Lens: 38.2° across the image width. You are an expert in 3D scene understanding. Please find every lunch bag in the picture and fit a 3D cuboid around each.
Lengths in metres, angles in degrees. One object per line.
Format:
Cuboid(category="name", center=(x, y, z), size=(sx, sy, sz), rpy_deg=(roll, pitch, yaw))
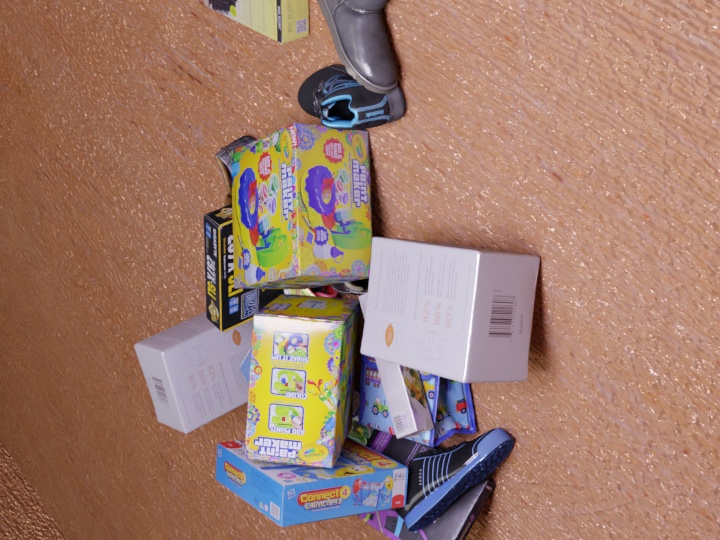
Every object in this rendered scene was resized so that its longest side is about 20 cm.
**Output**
Cuboid(category="lunch bag", center=(0.075, 0.123, 1.441), size=(0.150, 0.094, 0.202), rpy_deg=(7, 103, 48))

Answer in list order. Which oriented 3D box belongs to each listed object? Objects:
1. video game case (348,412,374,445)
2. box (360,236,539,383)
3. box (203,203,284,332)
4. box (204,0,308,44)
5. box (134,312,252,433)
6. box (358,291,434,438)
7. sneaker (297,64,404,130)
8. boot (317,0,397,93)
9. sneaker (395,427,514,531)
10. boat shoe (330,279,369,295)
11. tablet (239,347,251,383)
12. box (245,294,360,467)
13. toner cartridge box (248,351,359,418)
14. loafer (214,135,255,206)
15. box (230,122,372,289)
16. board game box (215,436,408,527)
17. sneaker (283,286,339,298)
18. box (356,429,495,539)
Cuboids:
Cuboid(category="video game case", center=(0.044, 0.319, 1.649), size=(0.199, 0.022, 0.184), rpy_deg=(10, 118, 53))
Cuboid(category="box", center=(0.106, 0.044, 1.272), size=(0.199, 0.106, 0.154), rpy_deg=(11, 96, 52))
Cuboid(category="box", center=(-0.164, -0.020, 1.611), size=(0.049, 0.159, 0.201), rpy_deg=(37, 136, 37))
Cuboid(category="box", center=(-0.151, -0.387, 1.467), size=(0.199, 0.050, 0.076), rpy_deg=(32, 134, 40))
Cuboid(category="box", center=(-0.267, 0.166, 1.820), size=(0.106, 0.199, 0.154), rpy_deg=(7, 116, 51))
Cuboid(category="box", center=(0.047, 0.122, 1.389), size=(0.041, 0.039, 0.202), rpy_deg=(-28, 71, 38))
Cuboid(category="sneaker", center=(-0.033, -0.226, 1.368), size=(0.199, 0.082, 0.074), rpy_deg=(15, 122, 52))
Cuboid(category="boot", center=(0.030, -0.335, 1.237), size=(0.200, 0.072, 0.183), rpy_deg=(-39, 79, 49))
Cuboid(category="sneaker", center=(0.116, 0.266, 1.411), size=(0.200, 0.070, 0.078), rpy_deg=(-44, 59, 17))
Cuboid(category="boat shoe", center=(0.000, 0.000, 1.475), size=(0.200, 0.065, 0.074), rpy_deg=(-21, 94, 58))
Cuboid(category="tablet", center=(-0.126, 0.150, 1.630), size=(0.131, 0.014, 0.200), rpy_deg=(56, 138, 22))
Cuboid(category="box", center=(-0.074, 0.145, 1.432), size=(0.200, 0.121, 0.195), rpy_deg=(-42, -44, -82))
Cuboid(category="toner cartridge box", center=(-0.088, 0.168, 1.680), size=(0.199, 0.043, 0.095), rpy_deg=(23, 166, 47))
Cuboid(category="loafer", center=(-0.189, -0.112, 1.669), size=(0.073, 0.072, 0.202), rpy_deg=(14, 122, 49))
Cuboid(category="box", center=(-0.084, -0.082, 1.442), size=(0.192, 0.121, 0.202), rpy_deg=(-11, 79, 56))
Cuboid(category="board game box", center=(-0.069, 0.280, 1.428), size=(0.199, 0.194, 0.056), rpy_deg=(14, 102, 55))
Cuboid(category="sneaker", center=(-0.068, 0.053, 1.599), size=(0.090, 0.078, 0.202), rpy_deg=(4, 116, 44))
Cuboid(category="box", center=(0.075, 0.318, 1.486), size=(0.199, 0.144, 0.036), rpy_deg=(26, 173, 33))
